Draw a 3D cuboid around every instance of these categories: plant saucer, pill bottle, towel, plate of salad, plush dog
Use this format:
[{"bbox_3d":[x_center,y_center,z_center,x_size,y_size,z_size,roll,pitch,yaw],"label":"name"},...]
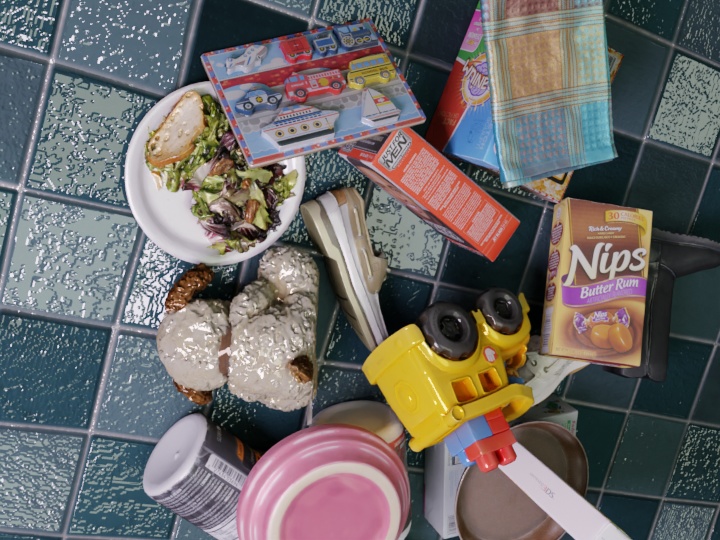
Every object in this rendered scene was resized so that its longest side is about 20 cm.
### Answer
[{"bbox_3d":[0.203,0.282,1.162,0.200,0.032,0.201,-6,106,-22],"label":"plant saucer"},{"bbox_3d":[0.003,0.270,1.093,0.116,0.116,0.201,-12,109,-21],"label":"pill bottle"},{"bbox_3d":[0.199,-0.196,0.941,0.146,0.022,0.201,-15,109,-19],"label":"towel"},{"bbox_3d":[-0.140,0.258,1.032,0.200,0.106,0.106,42,85,-27],"label":"pill bottle"},{"bbox_3d":[-0.150,-0.101,0.967,0.200,0.048,0.201,-6,105,-23],"label":"plate of salad"},{"bbox_3d":[-0.034,0.269,0.988,0.200,0.051,0.201,-5,106,-18],"label":"plant saucer"},{"bbox_3d":[-0.134,0.083,0.974,0.171,0.161,0.201,2,110,0],"label":"plush dog"}]

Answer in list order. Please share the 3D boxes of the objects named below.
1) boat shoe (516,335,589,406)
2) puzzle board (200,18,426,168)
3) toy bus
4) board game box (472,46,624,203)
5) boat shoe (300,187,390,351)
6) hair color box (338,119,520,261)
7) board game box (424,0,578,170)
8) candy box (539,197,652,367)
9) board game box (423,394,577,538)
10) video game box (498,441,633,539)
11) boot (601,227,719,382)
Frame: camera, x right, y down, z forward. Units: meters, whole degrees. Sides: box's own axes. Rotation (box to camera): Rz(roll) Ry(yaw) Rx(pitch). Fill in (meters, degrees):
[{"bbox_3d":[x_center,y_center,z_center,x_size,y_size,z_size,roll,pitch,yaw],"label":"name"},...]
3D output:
[{"bbox_3d":[0.236,0.115,1.184,0.200,0.071,0.069,-32,114,-24],"label":"boat shoe"},{"bbox_3d":[-0.049,-0.193,0.948,0.200,0.151,0.017,-18,154,-18],"label":"puzzle board"},{"bbox_3d":[0.133,0.135,1.048,0.200,0.136,0.192,-15,67,-35],"label":"toy bus"},{"bbox_3d":[0.217,-0.202,1.103,0.151,0.046,0.200,22,94,-27],"label":"board game box"},{"bbox_3d":[0.000,0.000,1.044,0.068,0.075,0.200,-27,115,-14],"label":"boat shoe"},{"bbox_3d":[0.079,-0.096,1.040,0.200,0.101,0.061,36,87,-26],"label":"hair color box"},{"bbox_3d":[0.154,-0.217,1.012,0.040,0.153,0.200,20,94,-26],"label":"board game box"},{"bbox_3d":[0.298,0.016,1.144,0.116,0.056,0.201,8,81,-6],"label":"candy box"},{"bbox_3d":[0.186,0.257,1.200,0.199,0.064,0.148,-5,106,-21],"label":"board game box"},{"bbox_3d":[0.272,0.303,1.070,0.047,0.200,0.182,-47,117,-3],"label":"video game box"},{"bbox_3d":[0.412,0.053,1.215,0.164,0.066,0.201,10,80,-14],"label":"boot"}]
